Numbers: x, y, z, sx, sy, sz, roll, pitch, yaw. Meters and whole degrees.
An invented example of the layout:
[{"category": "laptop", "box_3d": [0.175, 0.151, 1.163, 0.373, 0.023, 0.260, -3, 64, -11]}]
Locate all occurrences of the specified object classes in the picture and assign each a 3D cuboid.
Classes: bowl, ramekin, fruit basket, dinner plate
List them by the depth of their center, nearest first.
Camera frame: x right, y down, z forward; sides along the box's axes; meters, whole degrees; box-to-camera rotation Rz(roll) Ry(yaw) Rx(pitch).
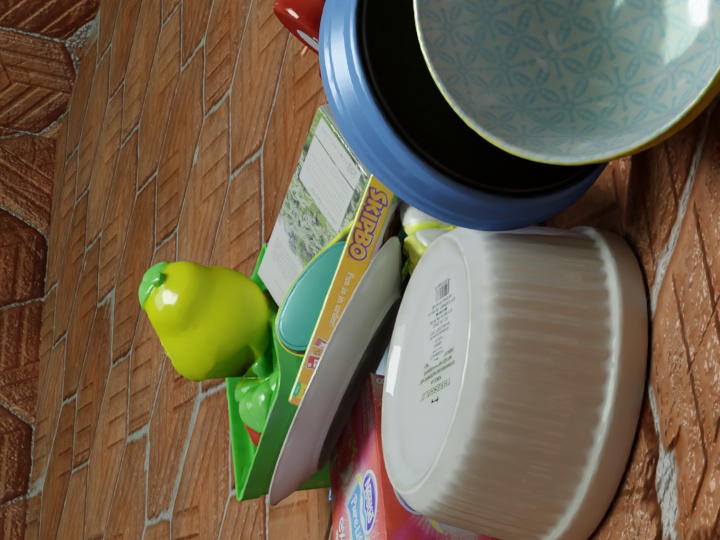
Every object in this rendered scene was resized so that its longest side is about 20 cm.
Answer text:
[{"category": "bowl", "box_3d": [0.141, -0.156, 1.221, 0.107, 0.199, 0.202, 2, -78, -61]}, {"category": "bowl", "box_3d": [0.073, -0.126, 1.283, 0.039, 0.199, 0.202, 146, 133, -62]}, {"category": "ramekin", "box_3d": [0.086, 0.066, 1.315, 0.200, 0.104, 0.202, -169, 90, -76]}, {"category": "dinner plate", "box_3d": [-0.010, 0.072, 1.477, 0.201, 0.024, 0.200, -62, -8, -16]}, {"category": "fruit basket", "box_3d": [-0.099, 0.072, 1.809, 0.216, 0.214, 0.156, -101, 26, -54]}]

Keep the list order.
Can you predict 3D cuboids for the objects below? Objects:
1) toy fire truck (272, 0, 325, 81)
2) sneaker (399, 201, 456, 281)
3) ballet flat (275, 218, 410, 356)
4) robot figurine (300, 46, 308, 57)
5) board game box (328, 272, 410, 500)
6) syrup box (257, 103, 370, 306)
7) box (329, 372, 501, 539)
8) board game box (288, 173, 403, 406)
[{"category": "toy fire truck", "box_3d": [0.050, -0.150, 1.436, 0.168, 0.200, 0.112, 36, 83, 32]}, {"category": "sneaker", "box_3d": [0.061, 0.013, 1.503, 0.200, 0.075, 0.106, -85, -1, -68]}, {"category": "ballet flat", "box_3d": [0.015, -0.015, 1.627, 0.200, 0.067, 0.067, -52, -14, 7]}, {"category": "robot figurine", "box_3d": [-0.001, -0.271, 1.856, 0.201, 0.116, 0.145, 118, 142, -45]}, {"category": "board game box", "box_3d": [0.028, 0.086, 1.642, 0.200, 0.036, 0.153, 138, 142, -67]}, {"category": "syrup box", "box_3d": [-0.008, -0.041, 1.722, 0.079, 0.081, 0.201, 55, 144, 29]}, {"category": "box", "box_3d": [0.043, 0.174, 1.407, 0.201, 0.099, 0.096, -95, 21, -47]}, {"category": "board game box", "box_3d": [0.000, 0.000, 1.546, 0.096, 0.030, 0.202, -5, -67, -82]}]
